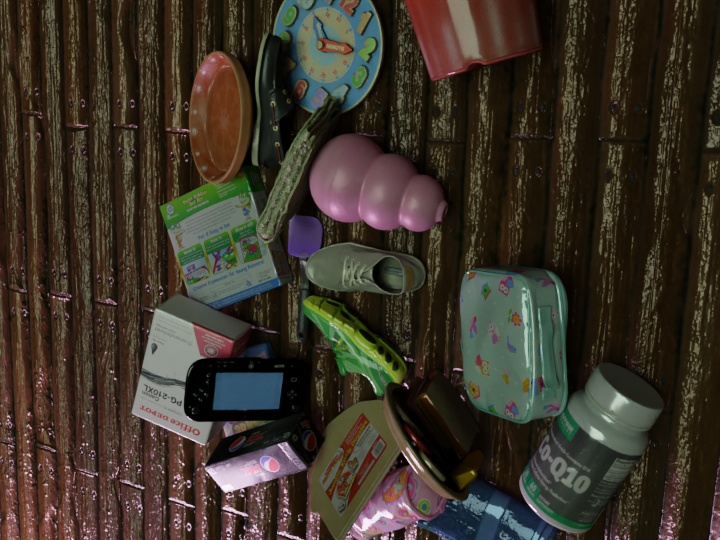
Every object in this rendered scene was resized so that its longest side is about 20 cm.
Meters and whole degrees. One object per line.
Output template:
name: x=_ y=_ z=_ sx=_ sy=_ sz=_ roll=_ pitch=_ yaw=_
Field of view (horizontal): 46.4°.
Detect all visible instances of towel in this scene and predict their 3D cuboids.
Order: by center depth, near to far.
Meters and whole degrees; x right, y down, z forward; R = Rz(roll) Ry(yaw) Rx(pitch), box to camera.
towel: x=0.179 y=0.363 z=1.214 sx=0.198 sy=0.048 sz=0.113 roll=27 pitch=110 yaw=24
towel: x=-0.089 y=-0.148 z=1.223 sx=0.036 sy=0.149 sz=0.202 roll=27 pitch=123 yaw=2

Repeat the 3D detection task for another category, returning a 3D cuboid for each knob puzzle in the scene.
knob puzzle: x=-0.010 y=0.285 z=1.267 sx=0.030 sy=0.221 sz=0.220 roll=31 pitch=122 yaw=-26

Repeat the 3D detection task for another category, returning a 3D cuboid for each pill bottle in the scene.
pill bottle: x=0.298 y=0.227 z=1.084 sx=0.112 sy=0.113 sz=0.202 roll=34 pitch=113 yaw=21

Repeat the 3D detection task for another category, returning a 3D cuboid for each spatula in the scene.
spatula: x=-0.088 y=0.016 z=1.326 sx=0.056 sy=0.021 sz=0.204 roll=5 pitch=104 yaw=13

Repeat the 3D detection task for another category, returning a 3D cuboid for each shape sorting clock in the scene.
shape sorting clock: x=-0.052 y=-0.331 z=1.237 sx=0.197 sy=0.039 sz=0.204 roll=5 pitch=101 yaw=30

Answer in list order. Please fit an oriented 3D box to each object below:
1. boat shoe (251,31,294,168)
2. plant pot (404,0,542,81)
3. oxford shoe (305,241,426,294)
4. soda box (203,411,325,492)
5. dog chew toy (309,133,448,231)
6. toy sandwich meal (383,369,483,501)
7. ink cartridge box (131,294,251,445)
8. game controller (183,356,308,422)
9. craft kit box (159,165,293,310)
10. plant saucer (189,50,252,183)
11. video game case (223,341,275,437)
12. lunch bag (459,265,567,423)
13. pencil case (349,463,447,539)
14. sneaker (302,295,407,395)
boat shoe: x=-0.127 y=-0.253 z=1.267 sx=0.062 sy=0.074 sz=0.204 roll=7 pitch=114 yaw=7
plant pot: x=0.135 y=-0.352 z=1.047 sx=0.198 sy=0.200 sz=0.198 roll=-10 pitch=102 yaw=31
oxford shoe: x=0.000 y=0.000 z=1.249 sx=0.197 sy=0.058 sz=0.077 roll=6 pitch=104 yaw=28
soda box: x=-0.156 y=0.293 z=1.352 sx=0.198 sy=0.071 sz=0.064 roll=-23 pitch=112 yaw=34
dog chew toy: x=0.029 y=-0.115 z=1.185 sx=0.197 sy=0.124 sz=0.126 roll=20 pitch=108 yaw=17
toy sandwich meal: x=0.108 y=0.219 z=1.149 sx=0.070 sy=0.205 sz=0.206 roll=-37 pitch=79 yaw=12
ink cartridge box: x=-0.279 y=0.164 z=1.386 sx=0.143 sy=0.084 sz=0.203 roll=21 pitch=110 yaw=8
game controller: x=-0.179 y=0.187 z=1.327 sx=0.042 sy=0.197 sz=0.106 roll=-127 pitch=44 yaw=-57
craft kit box: x=-0.224 y=-0.045 z=1.385 sx=0.198 sy=0.048 sz=0.200 roll=-19 pitch=91 yaw=31
plant saucer: x=-0.217 y=-0.238 z=1.316 sx=0.199 sy=0.032 sz=0.204 roll=4 pitch=95 yaw=57
video game case: x=-0.182 y=0.232 z=1.421 sx=0.142 sy=0.018 sz=0.203 roll=-16 pitch=90 yaw=32
lunch bag: x=0.204 y=0.097 z=1.103 sx=0.160 sy=0.076 sz=0.204 roll=5 pitch=100 yaw=60
pencil case: x=0.046 y=0.341 z=1.235 sx=0.200 sy=0.087 sz=0.088 roll=-39 pitch=78 yaw=49
sneaker: x=-0.022 y=0.113 z=1.274 sx=0.200 sy=0.074 sz=0.084 roll=41 pitch=112 yaw=18
